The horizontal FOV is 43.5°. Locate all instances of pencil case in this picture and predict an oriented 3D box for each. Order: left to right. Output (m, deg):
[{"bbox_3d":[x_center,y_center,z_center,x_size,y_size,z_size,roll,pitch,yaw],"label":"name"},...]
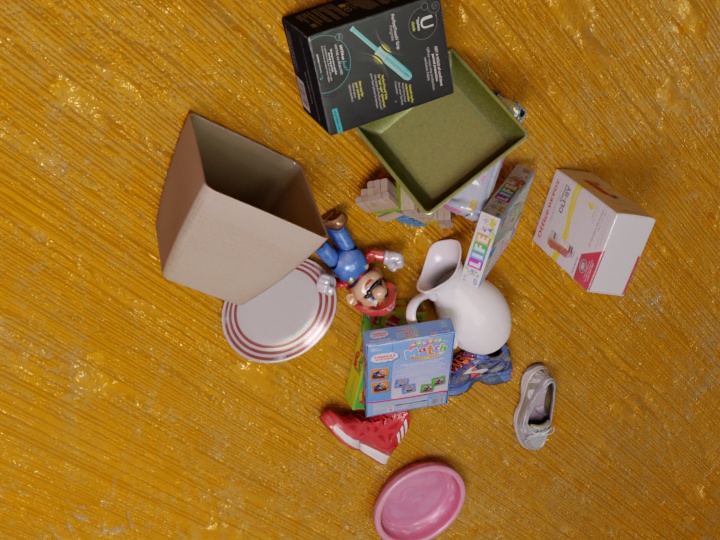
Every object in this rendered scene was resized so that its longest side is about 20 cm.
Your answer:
[{"bbox_3d":[0.192,-0.181,1.438,0.083,0.090,0.202,23,91,-60],"label":"pencil case"}]

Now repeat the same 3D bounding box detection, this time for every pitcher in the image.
[{"bbox_3d":[0.167,0.073,1.567,0.200,0.121,0.172,49,66,-31],"label":"pitcher"}]

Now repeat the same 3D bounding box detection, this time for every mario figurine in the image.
[{"bbox_3d":[0.000,0.000,1.468,0.123,0.107,0.200,-27,123,22],"label":"mario figurine"}]

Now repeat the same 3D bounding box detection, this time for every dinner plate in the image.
[{"bbox_3d":[-0.135,0.063,1.496,0.198,0.024,0.202,-11,122,-18],"label":"dinner plate"}]

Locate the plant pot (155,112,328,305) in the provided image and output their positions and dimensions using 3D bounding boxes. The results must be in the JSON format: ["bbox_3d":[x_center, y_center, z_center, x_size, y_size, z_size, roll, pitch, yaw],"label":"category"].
[{"bbox_3d":[-0.191,-0.071,1.304,0.199,0.201,0.178,21,119,-32],"label":"plant pot"}]

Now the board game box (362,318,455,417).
[{"bbox_3d":[0.079,0.168,1.537,0.149,0.037,0.201,-8,138,-7],"label":"board game box"}]

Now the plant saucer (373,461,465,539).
[{"bbox_3d":[0.113,0.460,1.813,0.198,0.051,0.202,-11,122,-18],"label":"plant saucer"}]

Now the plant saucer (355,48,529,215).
[{"bbox_3d":[0.124,-0.206,1.385,0.199,0.201,0.048,-37,159,0],"label":"plant saucer"}]

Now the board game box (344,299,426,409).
[{"bbox_3d":[0.043,0.150,1.609,0.101,0.048,0.202,1,116,-24],"label":"board game box"}]

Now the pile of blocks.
[{"bbox_3d":[0.074,-0.117,1.478,0.199,0.082,0.063,15,68,-39],"label":"pile of blocks"}]

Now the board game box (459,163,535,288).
[{"bbox_3d":[0.227,-0.075,1.484,0.200,0.034,0.136,-47,155,-52],"label":"board game box"}]

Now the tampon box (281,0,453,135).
[{"bbox_3d":[0.011,-0.308,1.291,0.198,0.126,0.151,-21,123,-13],"label":"tampon box"}]

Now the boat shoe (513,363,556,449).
[{"bbox_3d":[0.357,0.285,1.815,0.074,0.065,0.204,-9,120,-19],"label":"boat shoe"}]

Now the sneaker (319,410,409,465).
[{"bbox_3d":[0.015,0.272,1.661,0.116,0.078,0.200,-52,137,-1],"label":"sneaker"}]

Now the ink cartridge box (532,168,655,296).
[{"bbox_3d":[0.393,-0.069,1.552,0.083,0.200,0.147,5,116,-22],"label":"ink cartridge box"}]

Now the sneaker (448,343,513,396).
[{"bbox_3d":[0.198,0.176,1.689,0.198,0.075,0.079,-11,113,-28],"label":"sneaker"}]
